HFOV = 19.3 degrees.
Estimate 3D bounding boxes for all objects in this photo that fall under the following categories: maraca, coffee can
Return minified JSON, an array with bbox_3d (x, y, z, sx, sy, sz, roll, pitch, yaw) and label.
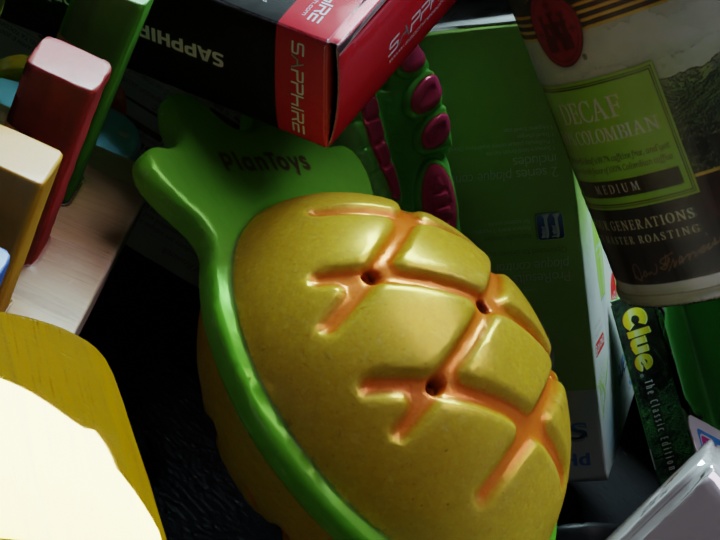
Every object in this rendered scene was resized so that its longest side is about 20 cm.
[{"bbox_3d":[-0.003,0.022,0.700,0.137,0.107,0.200,-2,57,-55],"label":"maraca"},{"bbox_3d":[0.130,-0.106,0.794,0.200,0.146,0.146,68,18,-9],"label":"coffee can"}]

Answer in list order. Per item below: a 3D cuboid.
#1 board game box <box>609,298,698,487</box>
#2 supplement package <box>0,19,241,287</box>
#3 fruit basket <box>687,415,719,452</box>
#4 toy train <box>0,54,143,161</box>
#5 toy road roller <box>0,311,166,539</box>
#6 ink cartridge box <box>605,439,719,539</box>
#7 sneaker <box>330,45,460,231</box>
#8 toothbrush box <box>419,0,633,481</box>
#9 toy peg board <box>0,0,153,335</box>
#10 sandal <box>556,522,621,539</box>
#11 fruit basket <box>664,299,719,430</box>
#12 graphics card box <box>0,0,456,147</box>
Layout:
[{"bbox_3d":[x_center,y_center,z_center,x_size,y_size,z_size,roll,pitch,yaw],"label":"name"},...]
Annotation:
[{"bbox_3d":[0.160,0.086,0.986,0.200,0.023,0.105,40,36,-65],"label":"board game box"},{"bbox_3d":[-0.109,-0.106,0.936,0.200,0.111,0.156,32,21,-20],"label":"supplement package"},{"bbox_3d":[0.190,0.164,0.843,0.200,0.094,0.186,22,58,-48],"label":"fruit basket"},{"bbox_3d":[-0.138,-0.015,0.751,0.150,0.056,0.200,42,33,26],"label":"toy train"},{"bbox_3d":[-0.123,0.098,0.465,0.146,0.123,0.200,15,29,-26],"label":"toy road roller"},{"bbox_3d":[0.149,0.156,0.667,0.200,0.084,0.145,48,6,8],"label":"ink cartridge box"},{"bbox_3d":[0.000,0.000,0.853,0.077,0.201,0.084,-7,4,-39],"label":"sneaker"},{"bbox_3d":[0.068,-0.021,0.945,0.086,0.201,0.146,-3,13,14],"label":"toothbrush box"},{"bbox_3d":[-0.165,-0.050,0.634,0.200,0.098,0.199,23,30,-3],"label":"toy peg board"},{"bbox_3d":[0.137,0.146,0.915,0.200,0.075,0.048,11,62,-39],"label":"sandal"},{"bbox_3d":[0.247,0.023,0.928,0.215,0.215,0.156,-3,77,-62],"label":"fruit basket"},{"bbox_3d":[-0.064,-0.127,0.747,0.200,0.051,0.126,23,49,19],"label":"graphics card box"}]
